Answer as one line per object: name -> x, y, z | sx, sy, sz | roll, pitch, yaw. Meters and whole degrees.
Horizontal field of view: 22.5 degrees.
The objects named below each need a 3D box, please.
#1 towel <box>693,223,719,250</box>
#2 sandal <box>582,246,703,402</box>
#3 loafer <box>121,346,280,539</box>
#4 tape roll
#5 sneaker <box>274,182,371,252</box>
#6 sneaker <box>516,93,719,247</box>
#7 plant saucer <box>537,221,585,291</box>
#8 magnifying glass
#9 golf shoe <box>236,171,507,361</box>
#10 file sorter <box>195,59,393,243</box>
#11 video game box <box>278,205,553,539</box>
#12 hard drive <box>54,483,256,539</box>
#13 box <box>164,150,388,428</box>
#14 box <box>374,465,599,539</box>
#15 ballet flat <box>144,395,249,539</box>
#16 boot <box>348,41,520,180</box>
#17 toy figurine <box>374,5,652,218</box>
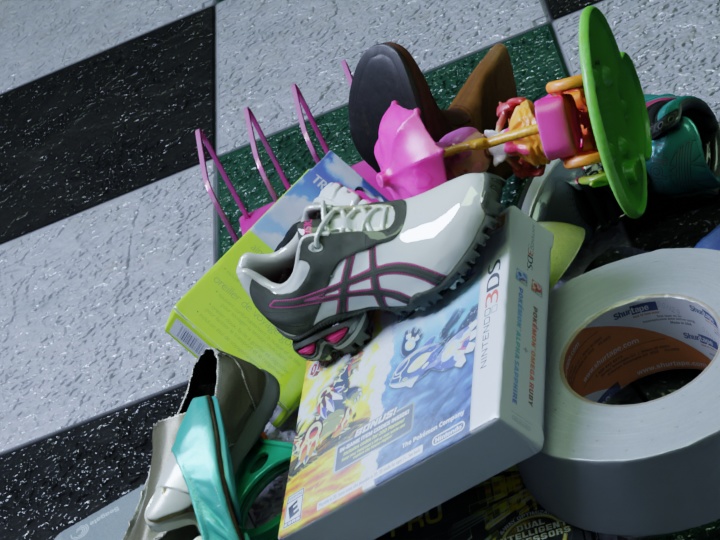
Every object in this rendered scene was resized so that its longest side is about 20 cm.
towel -> 0.344, -0.020, 1.283 | 0.145, 0.024, 0.200 | -37, 33, -14
sandal -> 0.206, 0.062, 1.254 | 0.075, 0.048, 0.201 | -25, 45, 0
loafer -> -0.127, 0.135, 1.276 | 0.075, 0.070, 0.200 | -21, 33, 42
tape roll -> 0.185, 0.073, 1.145 | 0.200, 0.066, 0.200 | -16, 34, 11
sneaker -> 0.000, 0.000, 1.339 | 0.087, 0.074, 0.200 | -43, 33, -11
sneaker -> 0.215, -0.071, 1.400 | 0.121, 0.084, 0.200 | 0, 39, 50
plant saucer -> 0.079, 0.031, 1.300 | 0.200, 0.031, 0.200 | -44, 5, 5
magnifying glass -> -0.071, 0.138, 1.297 | 0.080, 0.022, 0.200 | -41, 25, 2
golf shoe -> 0.006, -0.012, 1.184 | 0.200, 0.088, 0.077 | -34, 29, 31
file sorter -> -0.028, -0.090, 1.556 | 0.200, 0.126, 0.139 | -24, 32, 4
video game box -> 0.037, 0.074, 1.175 | 0.200, 0.047, 0.182 | -33, 31, 35
hard drive -> -0.133, 0.219, 1.280 | 0.139, 0.033, 0.200 | -30, 32, -4
box -> -0.046, 0.012, 1.430 | 0.200, 0.122, 0.048 | -47, -3, -30
box -> 0.055, 0.180, 1.183 | 0.200, 0.049, 0.161 | -19, 30, 10
ballet flat -> -0.103, 0.173, 1.183 | 0.070, 0.067, 0.200 | -15, 63, -9
boot -> 0.079, -0.131, 1.450 | 0.068, 0.189, 0.200 | -4, 29, 38
toy figurine -> 0.103, -0.096, 1.307 | 0.184, 0.151, 0.200 | -12, 5, 19
